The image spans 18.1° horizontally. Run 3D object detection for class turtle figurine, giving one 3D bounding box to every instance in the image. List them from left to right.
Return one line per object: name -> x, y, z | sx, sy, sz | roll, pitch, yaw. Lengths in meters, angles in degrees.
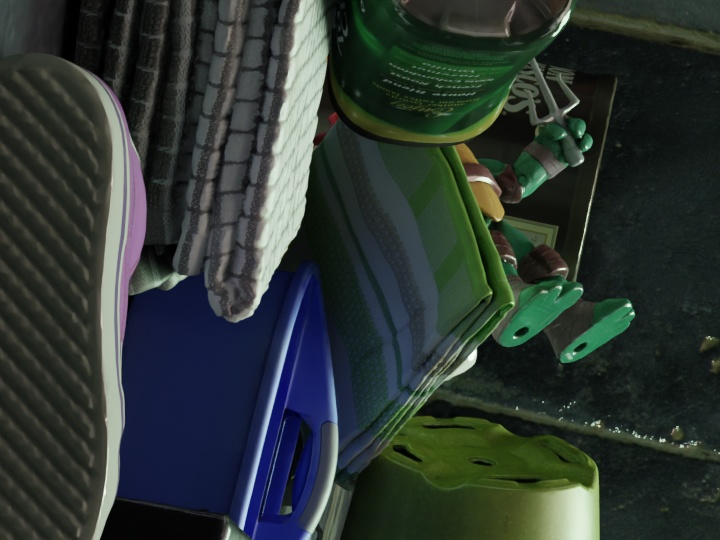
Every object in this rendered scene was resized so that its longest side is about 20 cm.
turtle figurine -> 0.057, -0.048, 1.162 | 0.149, 0.201, 0.101 | -4, 144, -43

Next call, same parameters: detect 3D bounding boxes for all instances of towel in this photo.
towel -> -0.057, -0.096, 0.879 | 0.166, 0.085, 0.201 | -68, 167, -74
towel -> 0.000, 0.000, 1.109 | 0.200, 0.031, 0.150 | -52, -127, 53

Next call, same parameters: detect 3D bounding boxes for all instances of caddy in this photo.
caddy -> -0.064, 0.088, 1.065 | 0.141, 0.104, 0.201 | 88, 15, -73

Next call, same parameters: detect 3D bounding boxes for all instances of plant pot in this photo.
plant pot -> 0.054, 0.184, 1.193 | 0.200, 0.199, 0.191 | -56, 155, -76

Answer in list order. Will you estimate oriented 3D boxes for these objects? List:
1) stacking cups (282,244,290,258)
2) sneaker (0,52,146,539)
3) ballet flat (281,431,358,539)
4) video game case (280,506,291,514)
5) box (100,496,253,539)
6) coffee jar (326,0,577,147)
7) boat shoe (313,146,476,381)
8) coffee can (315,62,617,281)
stacking cups -> -0.047, -0.096, 1.149 | 0.061, 0.060, 0.201 | 95, 5, -54
sneaker -> -0.103, 0.036, 0.739 | 0.114, 0.072, 0.202 | 65, 37, -86
ballet flat -> -0.038, 0.113, 1.225 | 0.200, 0.073, 0.073 | -52, 168, -13
video game case -> -0.063, 0.155, 1.381 | 0.182, 0.022, 0.201 | -56, -168, 43
box -> -0.089, 0.173, 0.845 | 0.200, 0.104, 0.149 | 62, 38, -68
coffee jar -> 0.035, -0.118, 0.946 | 0.200, 0.085, 0.105 | 121, -26, -78
boat shoe -> -0.002, -0.009, 1.214 | 0.200, 0.069, 0.071 | 58, -35, 34
coffee can -> 0.042, -0.063, 1.351 | 0.146, 0.199, 0.147 | 12, 90, -85
